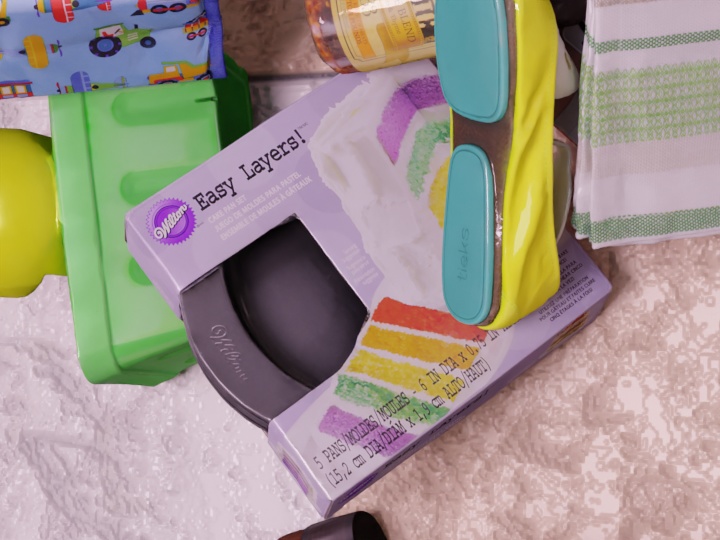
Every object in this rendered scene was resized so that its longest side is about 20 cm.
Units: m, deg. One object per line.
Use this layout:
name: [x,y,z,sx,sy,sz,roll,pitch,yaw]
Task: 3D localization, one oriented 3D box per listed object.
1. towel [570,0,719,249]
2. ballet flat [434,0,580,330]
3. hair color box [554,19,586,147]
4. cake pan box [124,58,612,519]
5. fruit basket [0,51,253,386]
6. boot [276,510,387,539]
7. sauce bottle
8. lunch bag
towel: [0.173,-0.111,0.712,0.147,0.031,0.203,-6,118,-7]
ballet flat: [0.073,-0.070,0.727,0.067,0.066,0.203,29,126,55]
hair color box: [0.108,-0.147,0.804,0.200,0.064,0.111,44,106,22]
cake pan box: [0.000,0.000,0.793,0.199,0.052,0.185,-33,75,-16]
fruit basket: [-0.162,-0.033,0.877,0.212,0.155,0.219,-1,85,11]
boot: [-0.056,0.255,0.863,0.198,0.068,0.190,-27,77,23]
sauce bottle: [0.070,-0.147,0.753,0.197,0.066,0.067,-11,83,23]
lunch bag: [-0.155,-0.203,0.815,0.148,0.094,0.203,-6,66,-6]
